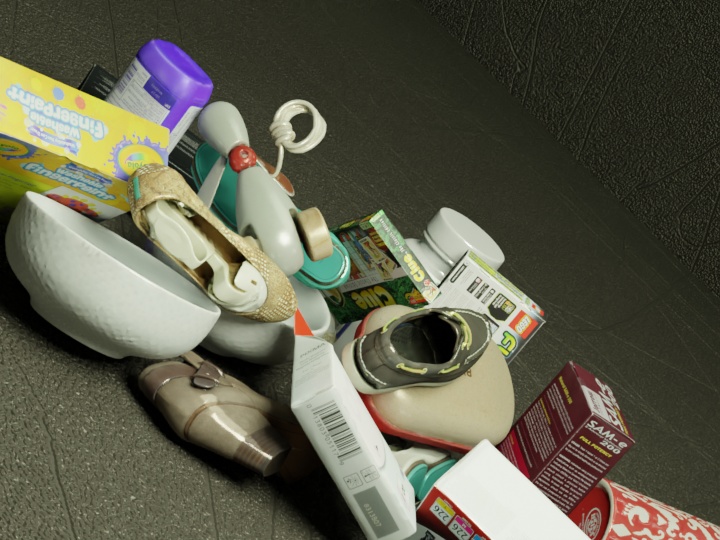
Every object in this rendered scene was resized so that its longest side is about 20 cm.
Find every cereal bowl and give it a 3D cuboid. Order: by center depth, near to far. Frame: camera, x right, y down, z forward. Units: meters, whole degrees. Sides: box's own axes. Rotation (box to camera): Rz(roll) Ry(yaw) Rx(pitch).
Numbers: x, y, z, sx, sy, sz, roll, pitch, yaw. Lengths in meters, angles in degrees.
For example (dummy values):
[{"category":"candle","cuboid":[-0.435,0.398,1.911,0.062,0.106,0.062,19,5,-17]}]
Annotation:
[{"category":"cereal bowl","cuboid":[-0.225,0.017,1.458,0.200,0.084,0.200,32,1,-1]},{"category":"cereal bowl","cuboid":[-0.131,0.022,1.652,0.200,0.083,0.200,35,18,-13]}]

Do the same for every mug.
[{"category":"mug","cuboid":[0.316,0.317,1.786,0.199,0.134,0.178,28,18,-22]}]

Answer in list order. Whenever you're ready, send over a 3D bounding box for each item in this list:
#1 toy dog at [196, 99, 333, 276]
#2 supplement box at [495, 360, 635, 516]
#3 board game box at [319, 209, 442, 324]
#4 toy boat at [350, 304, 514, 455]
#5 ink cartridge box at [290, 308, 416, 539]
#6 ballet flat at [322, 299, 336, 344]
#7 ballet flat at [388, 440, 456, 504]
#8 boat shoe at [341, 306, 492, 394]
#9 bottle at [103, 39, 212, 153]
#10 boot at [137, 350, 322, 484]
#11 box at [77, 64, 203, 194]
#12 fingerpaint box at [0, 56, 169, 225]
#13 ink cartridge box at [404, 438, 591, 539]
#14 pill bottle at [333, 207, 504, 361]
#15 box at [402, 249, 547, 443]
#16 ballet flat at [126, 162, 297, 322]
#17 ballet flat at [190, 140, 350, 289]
[{"category":"toy dog","cuboid":[-0.096,-0.060,1.613,0.131,0.096,0.201,-1,60,-5]},{"category":"supplement box","cuboid":[0.175,0.199,1.662,0.061,0.200,0.109,33,18,-19]},{"category":"board game box","cuboid":[0.000,0.000,1.712,0.105,0.023,0.200,51,-25,-11]},{"category":"toy boat","cuboid":[0.056,0.122,1.685,0.199,0.131,0.131,19,56,-34]},{"category":"ink cartridge box","cuboid":[-0.006,0.127,1.494,0.163,0.057,0.200,61,15,-22]},{"category":"ballet flat","cuboid":[-0.059,0.032,1.836,0.067,0.062,0.200,31,19,-28]},{"category":"ballet flat","cuboid":[0.037,0.198,1.632,0.069,0.070,0.200,43,12,13]},{"category":"boat shoe","cuboid":[0.068,0.070,1.578,0.201,0.060,0.072,-14,77,-50]},{"category":"bottle","cuboid":[-0.229,-0.128,1.655,0.084,0.200,0.065,45,18,23]},{"category":"boot","cuboid":[-0.108,0.124,1.509,0.146,0.070,0.200,36,8,18]},{"category":"box","cuboid":[-0.237,-0.122,1.835,0.200,0.079,0.141,36,14,-12]},{"category":"fingerpaint box","cuboid":[-0.299,-0.105,1.503,0.200,0.166,0.074,21,62,-44]},{"category":"ink cartridge box","cuboid":[0.128,0.283,1.501,0.200,0.176,0.084,43,48,14]},{"category":"pill bottle","cuboid":[0.062,0.036,1.843,0.119,0.200,0.120,35,18,-13]},{"category":"box","cuboid":[0.091,0.089,1.769,0.110,0.200,0.035,39,16,-1]},{"category":"ballet flat","cuboid":[-0.134,-0.009,1.484,0.200,0.070,0.065,42,25,-21]},{"category":"ballet flat","cuboid":[-0.092,-0.049,1.681,0.200,0.067,0.070,41,-10,7]}]
